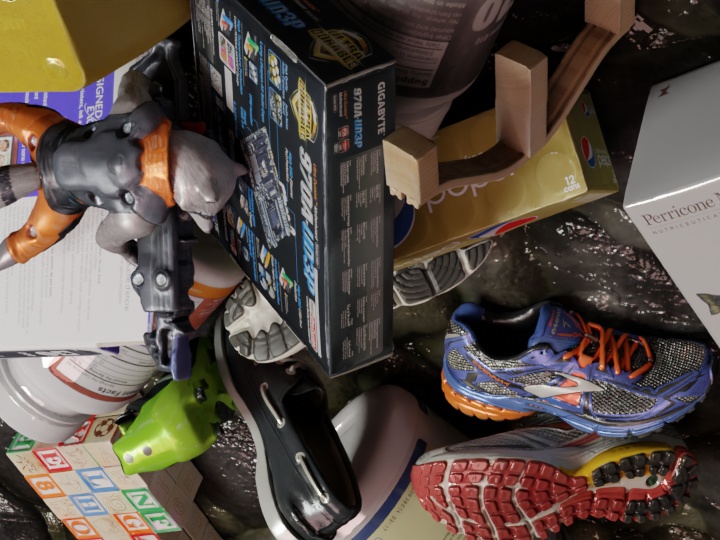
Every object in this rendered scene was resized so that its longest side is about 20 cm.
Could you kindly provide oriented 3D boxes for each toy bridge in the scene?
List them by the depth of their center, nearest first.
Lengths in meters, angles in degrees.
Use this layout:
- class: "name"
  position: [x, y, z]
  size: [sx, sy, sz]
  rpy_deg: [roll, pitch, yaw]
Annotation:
- class: "toy bridge"
  position: [0.088, -0.093, 0.895]
  size: [0.027, 0.200, 0.068]
  rpy_deg: [29, 144, 31]

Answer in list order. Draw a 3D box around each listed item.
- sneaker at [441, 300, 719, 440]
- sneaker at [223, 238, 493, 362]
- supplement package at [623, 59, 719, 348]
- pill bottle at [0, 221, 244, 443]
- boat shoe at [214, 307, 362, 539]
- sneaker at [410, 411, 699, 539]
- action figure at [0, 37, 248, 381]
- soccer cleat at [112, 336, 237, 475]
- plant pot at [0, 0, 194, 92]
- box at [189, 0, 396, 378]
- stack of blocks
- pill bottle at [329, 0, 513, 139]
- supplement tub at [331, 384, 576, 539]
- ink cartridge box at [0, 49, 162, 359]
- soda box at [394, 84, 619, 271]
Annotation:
- class: "sneaker"
  position: [0.144, 0.062, 1.113]
  size: [0.198, 0.076, 0.079]
  rpy_deg: [0, 130, 20]
- class: "sneaker"
  position: [0.000, 0.000, 1.115]
  size: [0.198, 0.085, 0.078]
  rpy_deg: [-22, 85, 17]
- class: "supplement package"
  position: [0.256, -0.021, 0.947]
  size: [0.116, 0.118, 0.200]
  rpy_deg: [-18, 124, 36]
- class: "pill bottle"
  position: [-0.176, 0.026, 1.134]
  size: [0.112, 0.113, 0.200]
  rpy_deg: [37, 115, -17]
- class: "boat shoe"
  position: [-0.048, 0.100, 1.159]
  size: [0.060, 0.201, 0.075]
  rpy_deg: [-36, 151, 27]
- class: "sneaker"
  position: [0.133, 0.139, 1.150]
  size: [0.198, 0.082, 0.079]
  rpy_deg: [-3, 122, -7]
- class: "action figure"
  position: [-0.155, -0.030, 0.936]
  size: [0.192, 0.104, 0.202]
  rpy_deg: [-9, 90, 22]
- class: "soccer cleat"
  position: [-0.134, 0.097, 1.183]
  size: [0.080, 0.200, 0.068]
  rpy_deg: [-25, 97, 6]
- class: "plant pot"
  position: [-0.197, -0.204, 0.903]
  size: [0.198, 0.177, 0.201]
  rpy_deg: [2, 135, 21]
- class: "box"
  position: [-0.039, -0.064, 0.917]
  size: [0.159, 0.046, 0.202]
  rpy_deg: [47, 148, 42]
- class: "stack of blocks"
  position: [-0.196, 0.195, 1.395]
  size: [0.114, 0.059, 0.201]
  rpy_deg: [-9, 129, 29]
- class: "pill bottle"
  position: [0.030, -0.164, 0.898]
  size: [0.113, 0.114, 0.201]
  rpy_deg: [23, 138, -1]
- class: "supplement tub"
  position: [0.056, 0.197, 1.230]
  size: [0.199, 0.146, 0.145]
  rpy_deg: [38, 135, -17]
- class: "ink cartridge box"
  position: [-0.197, -0.044, 1.058]
  size: [0.198, 0.201, 0.043]
  rpy_deg: [-3, 171, 33]
- class: "soda box"
  position: [0.053, -0.049, 1.004]
  size: [0.198, 0.064, 0.068]
  rpy_deg: [-20, 83, 26]
